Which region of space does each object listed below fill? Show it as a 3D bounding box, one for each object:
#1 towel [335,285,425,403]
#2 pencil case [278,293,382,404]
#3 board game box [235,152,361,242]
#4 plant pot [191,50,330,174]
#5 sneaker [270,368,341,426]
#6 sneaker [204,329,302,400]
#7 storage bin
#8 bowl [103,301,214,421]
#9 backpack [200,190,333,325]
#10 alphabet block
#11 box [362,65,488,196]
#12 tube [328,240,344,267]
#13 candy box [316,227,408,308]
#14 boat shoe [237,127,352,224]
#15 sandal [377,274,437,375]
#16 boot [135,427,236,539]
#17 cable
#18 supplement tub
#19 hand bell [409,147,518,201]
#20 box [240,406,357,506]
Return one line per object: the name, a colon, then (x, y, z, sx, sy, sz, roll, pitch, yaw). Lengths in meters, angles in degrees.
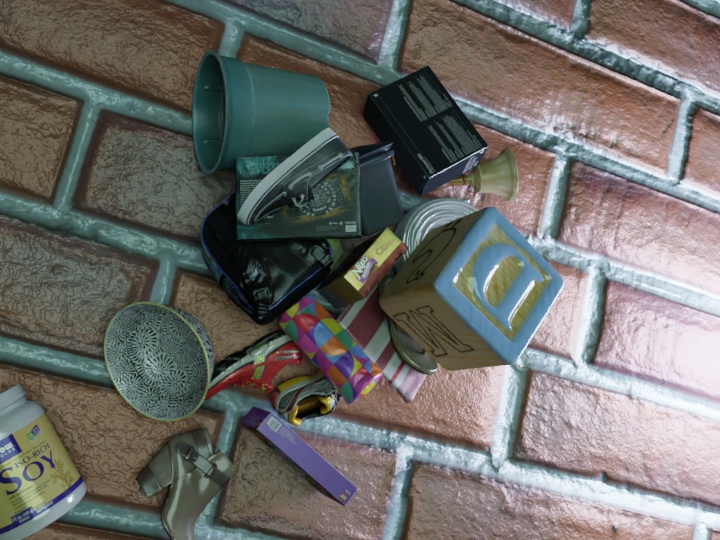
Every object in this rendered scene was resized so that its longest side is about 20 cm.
towel: (0.049, 0.125, 1.455, 0.200, 0.023, 0.144, 48, 42, -9)
pencil case: (-0.053, 0.131, 1.356, 0.088, 0.088, 0.200, -38, 78, -18)
board game box: (-0.098, -0.116, 1.272, 0.198, 0.028, 0.136, -1, 84, 1)
plant pot: (-0.167, -0.264, 1.365, 0.195, 0.200, 0.202, -3, 87, -27)
sneaker: (-0.053, 0.214, 1.405, 0.199, 0.082, 0.078, -26, 126, -16)
sneaker: (-0.185, 0.177, 1.377, 0.199, 0.077, 0.085, -28, 100, -19)
storage bin: (0.001, -0.142, 1.413, 0.145, 0.200, 0.135, -25, 105, -19)
bowl: (-0.309, 0.134, 1.307, 0.202, 0.200, 0.094, 63, 27, -5)
backpack: (-0.168, -0.027, 1.352, 0.183, 0.147, 0.200, -39, 80, -19)
alphabet block: (0.186, 0.038, 1.366, 0.196, 0.200, 0.196, 45, 64, -12)
box: (0.118, -0.259, 1.484, 0.141, 0.079, 0.201, -28, 75, -21)
tube: (-0.083, -0.092, 1.413, 0.058, 0.052, 0.201, -28, 118, -7)
candy box: (0.000, 0.000, 1.387, 0.056, 0.200, 0.117, 44, 74, -7)
boat shoe: (-0.098, -0.130, 1.227, 0.200, 0.072, 0.068, -42, 84, -10)
sandal: (0.091, 0.094, 1.455, 0.080, 0.054, 0.201, -6, 70, -44)
boot: (-0.272, 0.370, 1.333, 0.146, 0.070, 0.201, -30, 96, -21)
cable: (0.158, -0.037, 1.515, 0.198, 0.069, 0.202, -8, 88, -20)
supplement tub: (-0.523, 0.288, 1.209, 0.145, 0.145, 0.201, -30, 96, -19)
hand bell: (0.193, -0.173, 1.542, 0.198, 0.104, 0.105, -7, 88, -8)
box: (-0.107, 0.313, 1.358, 0.200, 0.137, 0.039, 44, 73, -11)
